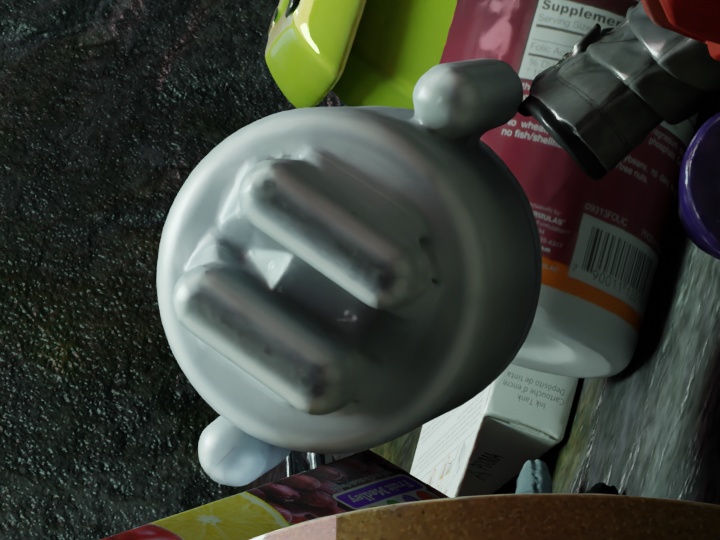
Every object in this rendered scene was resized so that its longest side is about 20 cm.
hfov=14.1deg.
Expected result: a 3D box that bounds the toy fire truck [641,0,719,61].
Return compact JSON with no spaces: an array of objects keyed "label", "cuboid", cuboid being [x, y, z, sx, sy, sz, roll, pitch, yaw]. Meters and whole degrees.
[{"label":"toy fire truck","cuboid":[0.107,-0.087,0.579,0.176,0.199,0.129,126,160,-75]}]

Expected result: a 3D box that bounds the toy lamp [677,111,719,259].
[{"label":"toy lamp","cuboid":[0.138,-0.037,0.888,0.200,0.058,0.058,126,161,-77]}]

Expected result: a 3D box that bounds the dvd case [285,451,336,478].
[{"label":"dvd case","cuboid":[0.009,0.170,1.098,0.200,0.016,0.149,63,-161,-56]}]

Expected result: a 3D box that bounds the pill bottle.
[{"label":"pill bottle","cuboid":[0.085,-0.066,1.237,0.114,0.114,0.201,130,157,-77]}]

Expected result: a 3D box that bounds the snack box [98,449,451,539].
[{"label":"snack box","cuboid":[0.000,0.125,0.898,0.200,0.142,0.053,-14,-50,-58]}]

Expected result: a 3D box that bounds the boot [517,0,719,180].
[{"label":"boot","cuboid":[0.112,-0.078,0.934,0.132,0.070,0.200,-40,-5,6]}]

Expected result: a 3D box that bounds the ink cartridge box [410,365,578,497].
[{"label":"ink cartridge box","cuboid":[0.057,0.089,1.409,0.200,0.044,0.177,124,164,-74]}]

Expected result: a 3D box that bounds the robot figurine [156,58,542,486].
[{"label":"robot figurine","cuboid":[0.000,0.000,0.996,0.170,0.113,0.200,-53,-9,10]}]

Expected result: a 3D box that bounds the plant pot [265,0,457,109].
[{"label":"plant pot","cuboid":[0.061,-0.145,1.409,0.200,0.181,0.200,162,126,-83]}]

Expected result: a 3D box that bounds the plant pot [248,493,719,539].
[{"label":"plant pot","cuboid":[0.042,0.176,0.669,0.187,0.185,0.201,117,156,-61]}]

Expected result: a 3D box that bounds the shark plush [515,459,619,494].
[{"label":"shark plush","cuboid":[0.079,0.120,1.154,0.083,0.091,0.200,-46,-5,11]}]
